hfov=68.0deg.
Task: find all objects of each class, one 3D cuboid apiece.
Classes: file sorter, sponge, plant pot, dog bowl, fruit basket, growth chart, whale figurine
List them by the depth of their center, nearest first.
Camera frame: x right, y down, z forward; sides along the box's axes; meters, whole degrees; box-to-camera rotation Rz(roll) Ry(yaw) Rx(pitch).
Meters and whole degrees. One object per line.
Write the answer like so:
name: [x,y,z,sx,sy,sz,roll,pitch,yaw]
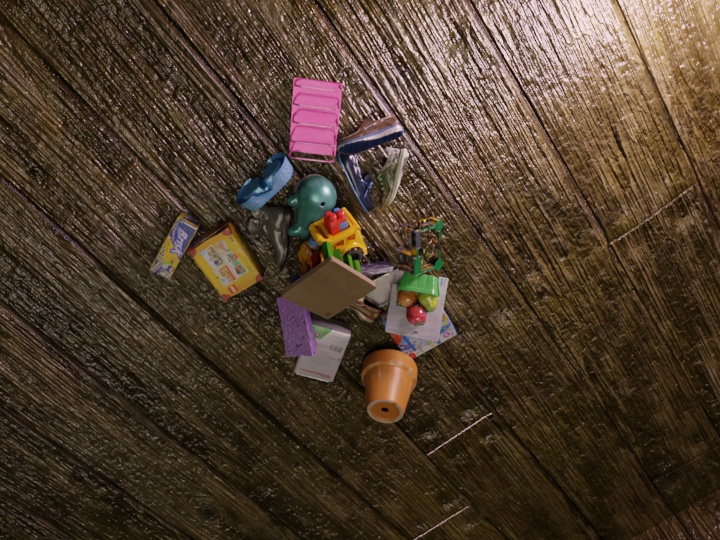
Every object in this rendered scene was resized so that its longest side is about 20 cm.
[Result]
file sorter: [-0.126,-0.411,1.471,0.136,0.126,0.203,5,115,-5]
dog bowl: [-0.275,-0.252,1.548,0.199,0.112,0.049,-40,127,13]
whale figurine: [-0.144,-0.179,1.576,0.157,0.104,0.202,16,107,-36]
fruit basket: [0.180,0.112,1.708,0.182,0.093,0.204,7,89,24]
sponge: [-0.209,0.179,1.739,0.110,0.030,0.204,-5,99,31]
growth chart: [0.094,0.066,1.783,0.197,0.018,0.147,-19,116,3]
plant pot: [0.092,0.406,1.822,0.196,0.185,0.203,5,129,6]

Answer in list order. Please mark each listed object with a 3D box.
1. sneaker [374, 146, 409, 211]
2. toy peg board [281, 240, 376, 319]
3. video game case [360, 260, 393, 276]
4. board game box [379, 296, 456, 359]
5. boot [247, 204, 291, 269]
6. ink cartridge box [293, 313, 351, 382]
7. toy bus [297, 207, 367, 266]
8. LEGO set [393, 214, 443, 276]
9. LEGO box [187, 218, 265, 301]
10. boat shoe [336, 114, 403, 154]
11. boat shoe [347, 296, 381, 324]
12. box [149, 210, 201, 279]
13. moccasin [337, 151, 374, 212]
sneaker: [0.079,-0.279,1.598,0.087,0.077,0.203,19,108,0]
toy peg board: [-0.094,0.023,1.532,0.198,0.099,0.199,-33,138,25]
video game case: [0.000,0.000,1.673,0.196,0.143,0.019,-8,100,-2]
board game box: [0.198,0.184,1.819,0.198,0.056,0.197,-30,120,9]
boot: [-0.283,-0.110,1.642,0.128,0.068,0.204,6,107,-3]
ink cartridge box: [-0.132,0.264,1.815,0.143,0.088,0.203,16,111,-12]
toy bus: [-0.091,-0.095,1.569,0.198,0.136,0.193,-28,146,-13]
LEGO set: [0.178,-0.084,1.690,0.152,0.115,0.203,-27,124,-26]
LEGO box: [-0.411,-0.030,1.652,0.147,0.077,0.202,-28,115,8]
boat shoe: [0.019,-0.392,1.528,0.197,0.072,0.073,-18,77,-11]
boat shoe: [-0.015,0.092,1.748,0.199,0.076,0.074,37,115,-23]
box: [-0.562,-0.077,1.622,0.069,0.065,0.201,29,109,-18]
moccasin: [0.001,-0.268,1.581,0.067,0.081,0.202,-27,116,2]
